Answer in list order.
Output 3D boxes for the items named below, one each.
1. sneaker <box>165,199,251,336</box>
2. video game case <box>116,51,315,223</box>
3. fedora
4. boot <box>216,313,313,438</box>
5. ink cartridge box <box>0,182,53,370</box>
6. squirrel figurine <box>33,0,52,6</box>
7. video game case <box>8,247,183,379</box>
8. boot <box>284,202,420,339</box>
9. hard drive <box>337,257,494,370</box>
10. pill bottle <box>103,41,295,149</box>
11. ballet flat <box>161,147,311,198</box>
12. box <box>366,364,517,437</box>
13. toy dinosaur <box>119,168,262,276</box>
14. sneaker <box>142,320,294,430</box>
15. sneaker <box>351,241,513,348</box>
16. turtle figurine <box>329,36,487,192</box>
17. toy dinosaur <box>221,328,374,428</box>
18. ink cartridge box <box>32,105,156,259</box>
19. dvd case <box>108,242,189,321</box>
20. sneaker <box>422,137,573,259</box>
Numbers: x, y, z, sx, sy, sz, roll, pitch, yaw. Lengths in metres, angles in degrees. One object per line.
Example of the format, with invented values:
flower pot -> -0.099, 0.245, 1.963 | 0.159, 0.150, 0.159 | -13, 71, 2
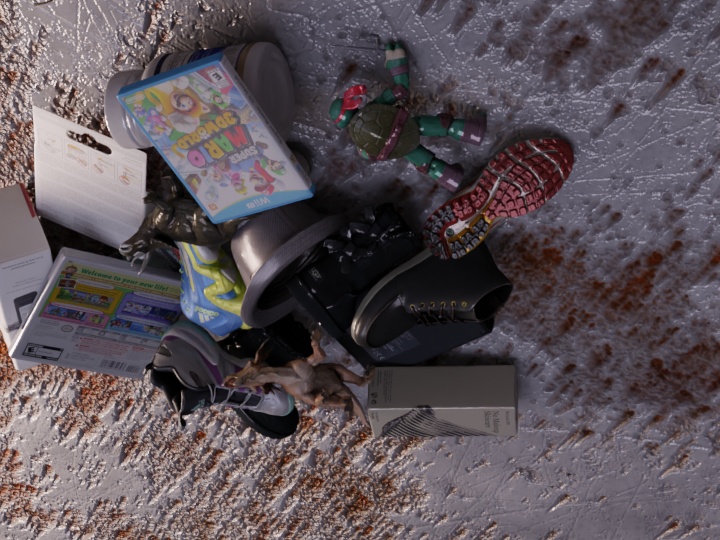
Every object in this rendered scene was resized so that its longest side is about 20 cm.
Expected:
sneaker -> -0.211, 0.005, 1.736 | 0.105, 0.076, 0.201 | -33, 99, 21
video game case -> -0.157, -0.141, 1.482 | 0.142, 0.018, 0.201 | -14, 130, 29
fedora -> -0.100, -0.024, 1.670 | 0.090, 0.176, 0.200 | 49, 163, 14
boot -> -0.120, 0.139, 1.861 | 0.198, 0.074, 0.162 | 42, 127, -20
ink cartridge box -> -0.455, 0.010, 1.796 | 0.083, 0.146, 0.201 | -18, 137, -17
squirrel figurine -> -0.367, -0.370, 1.426 | 0.185, 0.143, 0.201 | 19, 138, -9
video game case -> -0.339, 0.061, 1.778 | 0.198, 0.022, 0.183 | 14, 123, -35
boot -> 0.000, -0.001, 1.663 | 0.162, 0.074, 0.198 | -38, 161, 1
hard drive -> 0.057, 0.062, 1.763 | 0.199, 0.033, 0.140 | -25, 120, 35
pill bottle -> -0.186, -0.192, 1.541 | 0.198, 0.120, 0.120 | -3, 131, 21
ballet flat -> -0.150, -0.116, 1.655 | 0.198, 0.068, 0.046 | -5, 172, 19
box -> 0.111, 0.176, 1.801 | 0.198, 0.069, 0.083 | -2, 144, 10
toy dinosaur -> -0.201, -0.064, 1.634 | 0.198, 0.077, 0.103 | -5, 131, 16
sneaker -> -0.193, 0.165, 1.760 | 0.199, 0.140, 0.078 | 28, 131, 2
sneaker -> 0.083, 0.044, 1.620 | 0.200, 0.106, 0.075 | -41, 142, 6
turtle figurine -> 0.035, -0.166, 1.515 | 0.198, 0.101, 0.150 | 22, 135, -11
toy dinosaur -> -0.070, 0.142, 1.743 | 0.135, 0.087, 0.199 | -9, 150, 45
ink cartridge box -> -0.329, -0.118, 1.689 | 0.161, 0.057, 0.201 | 23, 136, 8
dvd case -> -0.286, 0.026, 1.850 | 0.199, 0.022, 0.146 | -22, 122, 35
sneaker -> 0.159, -0.093, 1.562 | 0.199, 0.082, 0.078 | -32, 96, 22
